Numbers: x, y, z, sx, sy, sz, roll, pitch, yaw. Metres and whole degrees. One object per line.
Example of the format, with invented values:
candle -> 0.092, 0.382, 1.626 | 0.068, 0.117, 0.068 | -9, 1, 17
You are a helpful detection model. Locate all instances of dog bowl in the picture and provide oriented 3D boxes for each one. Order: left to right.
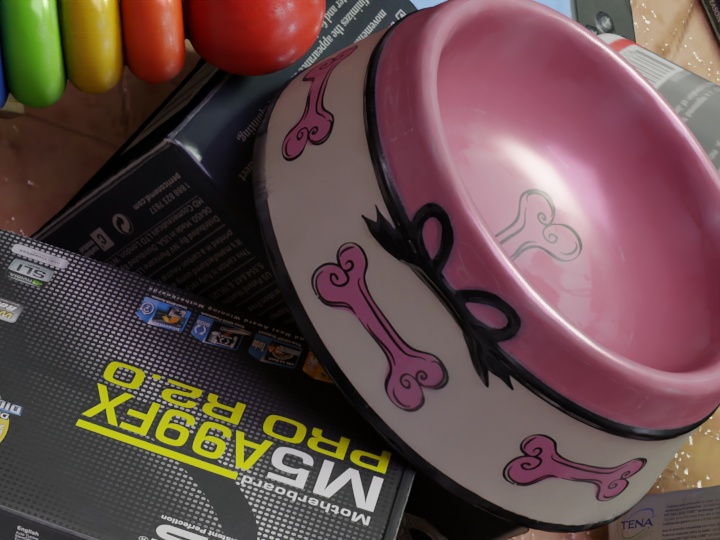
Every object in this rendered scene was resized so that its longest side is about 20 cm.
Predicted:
dog bowl -> 0.061, -0.012, 0.883 | 0.200, 0.074, 0.200 | 29, 40, -28

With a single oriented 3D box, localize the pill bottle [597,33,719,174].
pill bottle -> 0.163, -0.009, 1.051 | 0.200, 0.114, 0.114 | 30, 44, 19

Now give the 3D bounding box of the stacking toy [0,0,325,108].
stacking toy -> -0.112, -0.093, 0.884 | 0.200, 0.085, 0.085 | -6, 69, -4

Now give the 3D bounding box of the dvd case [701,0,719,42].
dvd case -> 0.218, -0.180, 1.307 | 0.146, 0.022, 0.200 | -16, 80, -43

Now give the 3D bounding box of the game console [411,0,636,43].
game console -> 0.077, -0.151, 1.110 | 0.200, 0.116, 0.176 | 13, 61, -34

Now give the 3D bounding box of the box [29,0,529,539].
box -> 0.000, 0.000, 0.978 | 0.200, 0.107, 0.148 | 47, 47, -10

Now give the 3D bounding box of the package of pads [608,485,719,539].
package of pads -> 0.224, 0.118, 1.070 | 0.200, 0.154, 0.068 | 2, 78, -39

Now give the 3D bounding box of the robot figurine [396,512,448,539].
robot figurine -> -0.002, 0.160, 0.915 | 0.200, 0.058, 0.145 | 31, 77, -24

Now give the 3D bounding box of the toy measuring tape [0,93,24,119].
toy measuring tape -> -0.102, -0.153, 0.942 | 0.074, 0.200, 0.074 | 34, 16, -11

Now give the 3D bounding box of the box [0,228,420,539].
box -> -0.082, 0.059, 0.829 | 0.200, 0.044, 0.160 | 19, 28, 2
